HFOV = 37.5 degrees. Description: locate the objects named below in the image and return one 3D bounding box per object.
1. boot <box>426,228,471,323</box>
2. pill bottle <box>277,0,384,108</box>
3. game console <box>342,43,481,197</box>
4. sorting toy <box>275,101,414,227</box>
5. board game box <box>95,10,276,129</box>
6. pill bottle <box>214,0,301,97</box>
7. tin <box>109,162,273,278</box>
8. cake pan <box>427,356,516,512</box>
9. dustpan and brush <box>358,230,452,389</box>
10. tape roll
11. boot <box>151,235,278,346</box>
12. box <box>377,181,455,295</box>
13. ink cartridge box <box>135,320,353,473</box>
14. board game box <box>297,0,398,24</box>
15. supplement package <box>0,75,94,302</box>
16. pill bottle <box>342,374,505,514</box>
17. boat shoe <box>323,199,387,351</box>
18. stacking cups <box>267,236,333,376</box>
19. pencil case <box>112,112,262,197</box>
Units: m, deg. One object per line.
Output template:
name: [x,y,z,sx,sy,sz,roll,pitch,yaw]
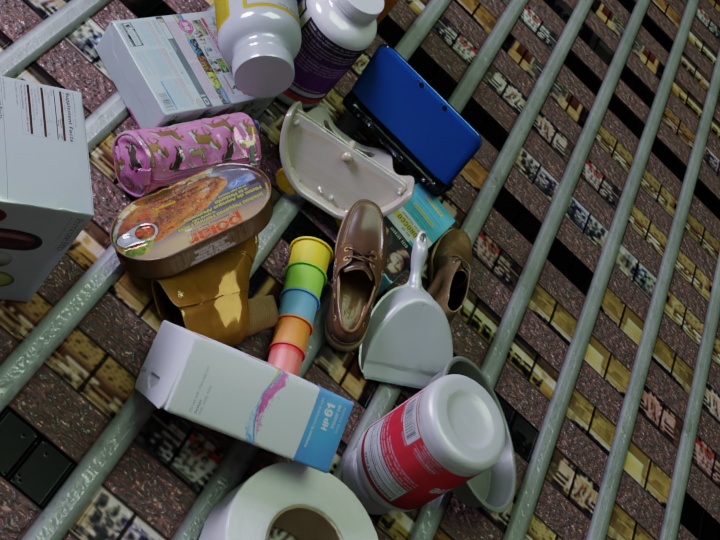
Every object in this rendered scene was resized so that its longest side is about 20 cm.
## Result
boot: [0.137,0.004,1.516,0.073,0.075,0.202,34,44,-13]
pill bottle: [-0.052,-0.327,1.489,0.111,0.200,0.114,21,50,-27]
game console: [0.084,-0.218,1.536,0.200,0.118,0.171,46,16,3]
sorting toy: [-0.023,-0.161,1.483,0.198,0.107,0.181,33,30,-8]
board game box: [-0.227,-0.262,1.400,0.198,0.064,0.149,-20,75,-45]
pill bottle: [-0.136,-0.332,1.397,0.111,0.112,0.203,13,54,-33]
tin: [-0.194,-0.058,1.235,0.198,0.042,0.112,-26,44,-17]
cake pan: [0.140,0.212,1.357,0.200,0.036,0.203,44,35,-41]
dustpan and brush: [0.071,0.048,1.408,0.137,0.057,0.204,13,92,-25]
tape roll: [-0.074,0.312,1.131,0.200,0.071,0.205,21,51,-28]
boot: [-0.187,-0.006,1.254,0.142,0.071,0.204,-10,72,-42]
box: [0.052,-0.047,1.496,0.083,0.049,0.200,49,43,-1]
ink cartridge box: [-0.128,0.134,1.143,0.198,0.144,0.086,25,83,-25]
board game box: [-0.062,-0.472,1.581,0.197,0.199,0.203,18,52,-29]
supplement package: [-0.395,-0.082,1.042,0.197,0.191,0.149,7,58,-36]
pill bottle: [0.066,0.209,1.223,0.111,0.200,0.114,20,51,-27]
boat shoe: [-0.001,0.000,1.361,0.071,0.068,0.204,12,72,-6]
stacking cups: [-0.083,0.051,1.314,0.060,0.060,0.202,31,49,-19]
pencil case: [-0.213,-0.145,1.318,0.198,0.086,0.084,-17,95,-44]
